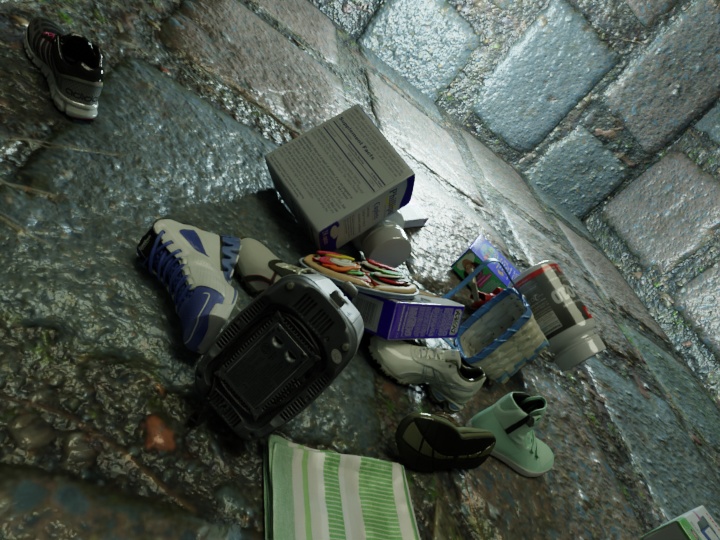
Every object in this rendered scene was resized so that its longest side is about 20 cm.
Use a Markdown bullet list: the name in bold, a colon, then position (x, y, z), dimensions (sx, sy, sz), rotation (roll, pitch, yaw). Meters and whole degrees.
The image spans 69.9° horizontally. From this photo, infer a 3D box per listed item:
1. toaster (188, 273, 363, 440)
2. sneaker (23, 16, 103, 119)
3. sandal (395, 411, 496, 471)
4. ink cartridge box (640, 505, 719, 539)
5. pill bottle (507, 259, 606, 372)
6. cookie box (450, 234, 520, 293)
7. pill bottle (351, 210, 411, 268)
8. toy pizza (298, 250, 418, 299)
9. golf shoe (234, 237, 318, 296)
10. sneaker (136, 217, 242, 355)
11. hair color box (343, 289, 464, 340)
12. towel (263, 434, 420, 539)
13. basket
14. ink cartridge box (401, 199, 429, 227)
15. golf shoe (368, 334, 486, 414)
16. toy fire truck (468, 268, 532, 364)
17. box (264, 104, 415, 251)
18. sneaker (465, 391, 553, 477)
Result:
- **toaster**: position (-0.082, 0.089, 0.555), dimensions (0.114, 0.200, 0.129), rotation (46, 10, 4)
- **sneaker**: position (-0.421, -0.313, 0.745), dimensions (0.073, 0.088, 0.201), rotation (0, 50, -53)
- **sandal**: position (0.114, 0.236, 0.724), dimensions (0.200, 0.080, 0.057), rotation (27, 13, -41)
- **ink cartridge box**: position (0.637, 0.541, 0.967), dimensions (0.199, 0.088, 0.146), rotation (17, 37, -44)
- **pill bottle**: position (0.393, 0.091, 1.035), dimensions (0.113, 0.114, 0.201), rotation (2, 55, -52)
- **cookie box**: position (0.339, 0.019, 1.311), dimensions (0.200, 0.075, 0.171), rotation (46, 27, 5)
- **pill bottle**: position (0.023, -0.100, 1.013), dimensions (0.114, 0.114, 0.201), rotation (17, 37, -41)
- **toy pizza**: position (0.000, 0.000, 0.826), dimensions (0.198, 0.032, 0.200), rotation (15, 9, -2)
- **golf shoe**: position (-0.098, 0.017, 0.719), dimensions (0.200, 0.088, 0.077), rotation (48, 29, 11)
- **sneaker**: position (-0.209, 0.006, 0.607), dimensions (0.114, 0.081, 0.200), rotation (25, 25, -24)
- **hair color box**: position (0.072, 0.068, 0.850), dimensions (0.109, 0.065, 0.199), rotation (19, 6, 40)
- **towel**: position (-0.013, 0.263, 0.554), dimensions (0.199, 0.023, 0.153), rotation (25, 33, -32)
- **basket**: position (0.238, 0.100, 0.970), dimensions (0.200, 0.176, 0.139), rotation (48, 10, -20)
- **ink cartridge box**: position (0.112, -0.153, 1.295), dimensions (0.095, 0.037, 0.199), rotation (52, 26, 15)
- **golf shoe**: position (0.108, 0.141, 0.810), dimensions (0.199, 0.097, 0.079), rotation (31, 31, -19)
- **toy fire truck**: position (0.295, 0.095, 1.117), dimensions (0.198, 0.129, 0.177), rotation (16, 37, -23)
- **box**: position (-0.035, -0.160, 0.914), dimensions (0.185, 0.199, 0.105), rotation (54, -12, 20)
- **sneaker**: position (0.280, 0.266, 0.840), dimensions (0.199, 0.118, 0.074), rotation (29, 29, -28)
